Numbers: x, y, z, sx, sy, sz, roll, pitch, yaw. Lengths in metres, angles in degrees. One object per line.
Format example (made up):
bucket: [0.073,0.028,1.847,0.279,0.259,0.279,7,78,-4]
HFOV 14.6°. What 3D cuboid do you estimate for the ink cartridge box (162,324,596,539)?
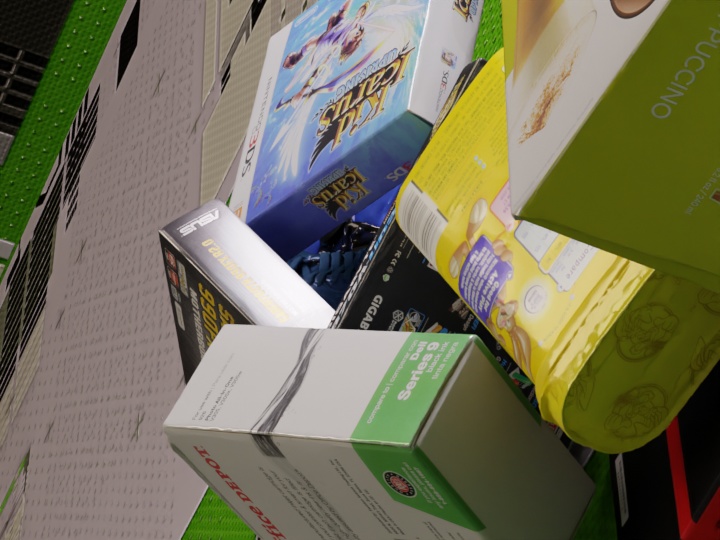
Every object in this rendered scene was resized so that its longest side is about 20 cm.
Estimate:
ink cartridge box: [0.009,0.106,1.590,0.199,0.146,0.084,2,52,43]

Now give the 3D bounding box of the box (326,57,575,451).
box: [0.088,-0.001,1.655,0.201,0.158,0.046,-63,7,-7]

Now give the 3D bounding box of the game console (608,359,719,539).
game console: [0.186,0.076,1.552,0.201,0.031,0.177,-90,20,-50]

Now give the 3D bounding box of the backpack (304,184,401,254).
backpack: [0.000,-0.028,2.001,0.163,0.167,0.201,47,-115,-76]

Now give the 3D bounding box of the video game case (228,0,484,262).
video game case: [-0.002,-0.117,1.795,0.200,0.045,0.182,-34,35,43]

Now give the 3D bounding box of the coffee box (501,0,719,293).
coffee box: [0.202,-0.122,1.373,0.198,0.199,0.200,-88,25,-46]

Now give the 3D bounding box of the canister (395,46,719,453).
canister: [0.116,-0.019,1.525,0.149,0.086,0.200,-55,43,15]

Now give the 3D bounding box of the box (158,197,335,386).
box: [-0.056,0.075,1.784,0.158,0.048,0.201,44,154,36]

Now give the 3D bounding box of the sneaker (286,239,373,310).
sneaker: [0.000,-0.001,1.842,0.112,0.199,0.077,100,-167,-44]
